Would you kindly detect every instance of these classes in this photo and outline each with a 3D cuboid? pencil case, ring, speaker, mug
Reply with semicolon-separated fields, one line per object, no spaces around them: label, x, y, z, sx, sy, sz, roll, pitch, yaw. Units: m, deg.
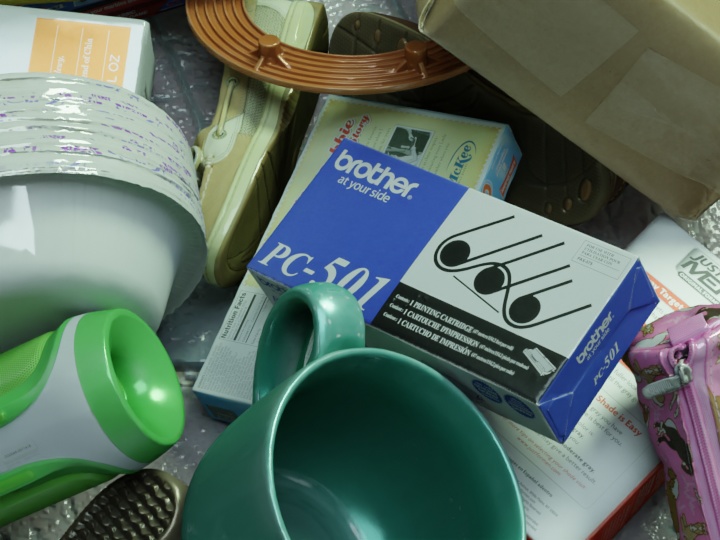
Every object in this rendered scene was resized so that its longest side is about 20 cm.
pencil case;0.190;0.117;1.188;0.086;0.083;0.201;-15;92;-27
ring;-0.003;-0.163;1.358;0.199;0.019;0.201;0;38;0
speaker;-0.191;0.090;1.181;0.199;0.088;0.089;-24;60;19
mug;-0.008;0.118;1.156;0.152;0.114;0.186;32;48;-17

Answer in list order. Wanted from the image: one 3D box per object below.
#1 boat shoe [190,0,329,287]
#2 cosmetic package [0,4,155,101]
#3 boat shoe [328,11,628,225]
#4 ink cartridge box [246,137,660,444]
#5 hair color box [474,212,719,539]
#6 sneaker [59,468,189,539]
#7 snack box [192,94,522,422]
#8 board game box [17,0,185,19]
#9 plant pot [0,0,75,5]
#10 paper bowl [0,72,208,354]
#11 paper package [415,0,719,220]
boat shoe;-0.070;-0.077;1.337;0.063;0.073;0.201;10;57;11
cosmetic package;-0.222;-0.095;1.328;0.199;0.071;0.102;5;72;1
boat shoe;0.071;-0.092;1.360;0.200;0.072;0.067;31;30;22
ink cartridge box;0.045;0.007;1.204;0.200;0.044;0.094;23;69;36
hair color box;0.133;0.072;1.266;0.101;0.061;0.200;41;67;17
sneaker;-0.153;0.184;1.189;0.200;0.076;0.071;-37;58;3
snack box;0.000;0.000;1.286;0.116;0.037;0.201;12;64;26
board game box;-0.164;-0.193;1.426;0.199;0.019;0.103;-19;62;-13
plant pot;-0.179;-0.266;1.339;0.176;0.200;0.200;-25;45;-8
paper bowl;-0.178;-0.005;1.214;0.200;0.201;0.105;-9;60;-8
paper package;0.131;-0.159;1.294;0.200;0.103;0.191;33;30;-25
